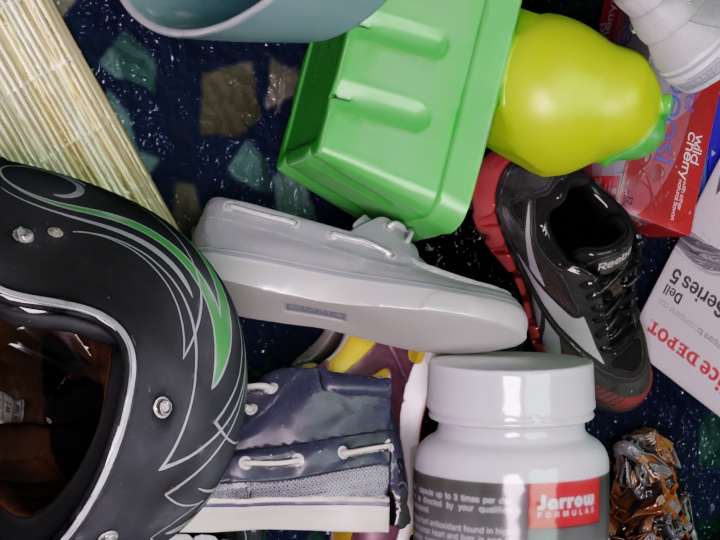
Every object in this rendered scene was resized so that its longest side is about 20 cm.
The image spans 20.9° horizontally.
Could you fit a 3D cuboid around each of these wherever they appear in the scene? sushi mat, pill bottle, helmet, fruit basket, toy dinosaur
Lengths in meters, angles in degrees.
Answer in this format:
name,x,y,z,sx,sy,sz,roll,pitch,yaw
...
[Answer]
name,x,y,z,sx,sy,sz,roll,pitch,yaw
sushi mat,-0.174,-0.066,1.090,0.096,0.012,0.200,-36,110,-24
pill bottle,0.087,0.151,1.127,0.114,0.114,0.200,-3,95,-33
helmet,-0.150,0.053,0.996,0.191,0.200,0.200,36,71,-7
fruit basket,0.074,-0.112,1.164,0.215,0.155,0.216,1,87,-18
toy dinosaur,0.193,0.211,1.293,0.136,0.102,0.200,-15,78,-48

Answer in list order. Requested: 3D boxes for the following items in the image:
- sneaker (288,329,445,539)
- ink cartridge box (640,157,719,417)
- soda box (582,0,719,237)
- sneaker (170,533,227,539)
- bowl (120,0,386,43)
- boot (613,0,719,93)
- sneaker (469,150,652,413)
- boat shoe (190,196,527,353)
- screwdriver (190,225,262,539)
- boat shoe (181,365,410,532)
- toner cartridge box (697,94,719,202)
name,x,y,z,sx,sy,sz,roll,pitch,yaw
sneaker,-0.010,0.095,1.173,0.090,0.075,0.200,15,77,-23
ink cartridge box,0.282,0.002,1.269,0.084,0.145,0.200,15,106,-37
soda box,0.195,-0.126,1.299,0.070,0.063,0.200,18,82,-31
sneaker,-0.145,0.199,1.069,0.200,0.091,0.078,-13,78,-25
bowl,-0.037,-0.206,1.083,0.105,0.201,0.201,22,79,-47
boot,0.193,-0.192,1.179,0.096,0.074,0.200,47,29,-18
sneaker,0.144,0.010,1.249,0.071,0.098,0.201,-39,112,-28
boat shoe,0.000,0.000,1.127,0.200,0.072,0.069,8,68,4
screwdriver,-0.080,0.073,1.146,0.028,0.029,0.200,-10,97,-33
boat shoe,-0.071,0.099,1.104,0.200,0.075,0.093,2,87,-11
toner cartridge box,0.303,-0.079,1.382,0.200,0.043,0.095,1,90,-33
